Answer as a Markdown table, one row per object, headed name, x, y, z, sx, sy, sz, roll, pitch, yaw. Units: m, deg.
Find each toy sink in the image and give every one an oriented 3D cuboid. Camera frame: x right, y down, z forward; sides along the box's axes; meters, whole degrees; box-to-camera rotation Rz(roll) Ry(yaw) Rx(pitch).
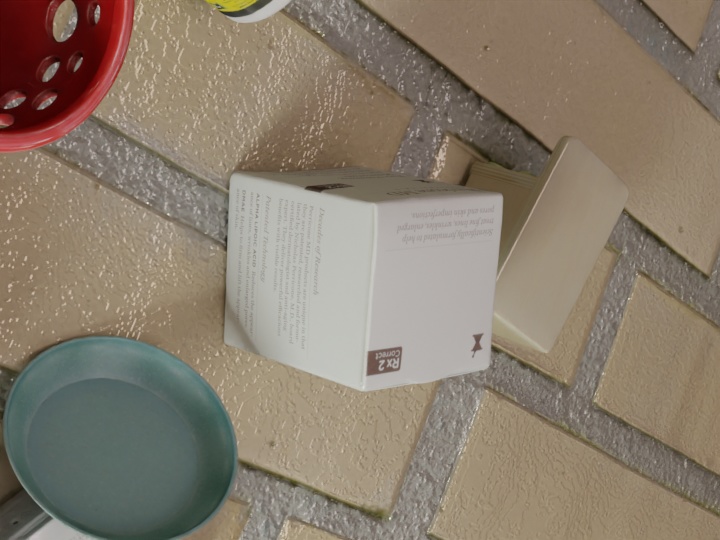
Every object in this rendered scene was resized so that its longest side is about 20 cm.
| name | x | y | z | sx | sy | sz | roll | pitch | yaw |
| --- | --- | --- | --- | --- | --- | --- | --- | --- | --- |
| toy sink | 0.170 | -0.038 | 1.538 | 0.130 | 0.112 | 0.201 | 34 | 81 | -43 |

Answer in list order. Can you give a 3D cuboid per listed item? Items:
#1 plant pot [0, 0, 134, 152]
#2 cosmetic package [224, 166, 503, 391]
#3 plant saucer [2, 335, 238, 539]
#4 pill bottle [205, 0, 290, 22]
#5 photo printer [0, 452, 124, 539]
| name | x | y | z | sx | sy | sz | roll | pitch | yaw |
| --- | --- | --- | --- | --- | --- | --- | --- | --- | --- |
| plant pot | -0.285 | -0.190 | 1.015 | 0.200 | 0.182 | 0.202 | -11 | 107 | -41 |
| cosmetic package | 0.000 | 0.000 | 1.321 | 0.164 | 0.199 | 0.166 | -7 | 105 | -43 |
| plant saucer | -0.200 | 0.146 | 1.208 | 0.199 | 0.200 | 0.036 | -18 | 154 | -40 |
| pill bottle | -0.136 | -0.297 | 1.183 | 0.200 | 0.112 | 0.113 | 34 | 76 | -42 |
| photo printer | -0.242 | 0.274 | 1.243 | 0.166 | 0.069 | 0.201 | -39 | 124 | -33 |
